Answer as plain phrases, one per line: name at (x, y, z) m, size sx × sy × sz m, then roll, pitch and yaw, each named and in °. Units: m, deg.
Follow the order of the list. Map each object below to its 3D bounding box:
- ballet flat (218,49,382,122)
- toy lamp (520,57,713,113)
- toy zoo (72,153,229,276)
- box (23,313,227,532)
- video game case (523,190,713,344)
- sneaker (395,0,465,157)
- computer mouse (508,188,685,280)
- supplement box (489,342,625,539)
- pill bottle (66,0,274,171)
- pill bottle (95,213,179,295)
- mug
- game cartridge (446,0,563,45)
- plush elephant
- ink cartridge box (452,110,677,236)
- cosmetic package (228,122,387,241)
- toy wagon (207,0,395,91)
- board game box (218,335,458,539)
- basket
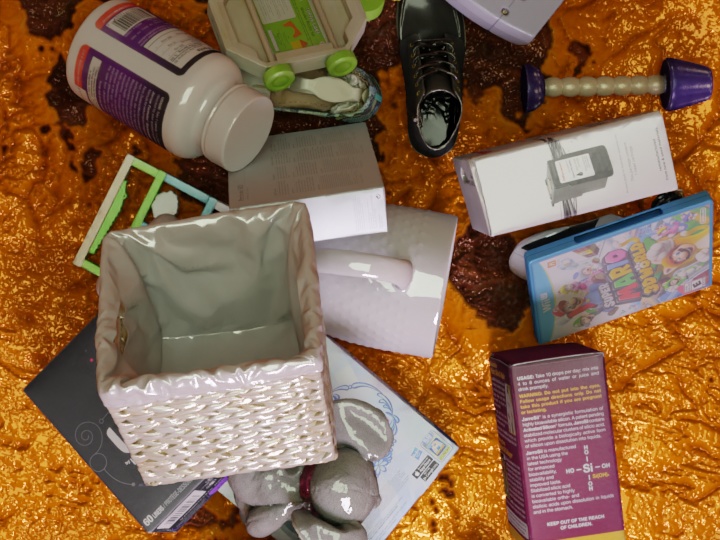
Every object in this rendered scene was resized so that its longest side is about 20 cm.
ballet flat at (-0.074, -0.197, 1.634) m, size 0.198 × 0.074 × 0.075 m, roll 5°, pitch 92°, yaw -2°
toy lamp at (0.270, -0.194, 1.655) m, size 0.198 × 0.058 × 0.059 m, roll -4°, pitch 92°, yaw -2°
toy zoo at (-0.186, -0.020, 1.658) m, size 0.199 × 0.020 × 0.132 m, roll 28°, pitch 91°, yaw -3°
box at (-0.224, 0.154, 1.599) m, size 0.122 × 0.106 × 0.200 m, roll -45°, pitch 78°, yaw -1°
video game case at (0.270, -0.001, 1.630) m, size 0.198 × 0.144 × 0.018 m, roll -18°, pitch 51°, yaw -3°
sneaker at (0.080, -0.219, 1.620) m, size 0.074 × 0.106 × 0.202 m, roll -5°, pitch 92°, yaw -2°
computer mouse at (0.255, -0.020, 1.647) m, size 0.198 × 0.110 × 0.044 m, roll -18°, pitch 54°, yaw 4°
supplement box at (0.202, 0.183, 1.629) m, size 0.102 × 0.131 × 0.202 m, roll -7°, pitch 93°, yaw -4°
pill bottle at (-0.188, -0.181, 1.574) m, size 0.199 × 0.111 × 0.112 m, roll 32°, pitch 91°, yaw 21°
pill bottle at (-0.165, 0.046, 1.595) m, size 0.200 × 0.112 × 0.112 m, roll 45°, pitch 90°, yaw -3°
mug at (0.000, 0.000, 1.579) m, size 0.173 × 0.200 × 0.149 m, roll 10°, pitch 87°, yaw 4°
game cartridge at (0.126, -0.333, 1.632) m, size 0.200 × 0.040 × 0.134 m, roll 41°, pitch 64°, yaw -3°
plush elephant at (-0.041, 0.200, 1.534) m, size 0.154 × 0.200 × 0.166 m, roll 23°, pitch 84°, yaw 14°
ink cartridge box at (0.205, -0.099, 1.610) m, size 0.198 × 0.145 × 0.084 m, roll -14°, pitch 95°, yaw -2°
cosmetic package at (-0.057, -0.086, 1.572) m, size 0.149 × 0.200 × 0.052 m, roll -6°, pitch 114°, yaw -2°
toy wagon at (-0.053, -0.265, 1.617) m, size 0.198 × 0.040 × 0.156 m, roll -14°, pitch 65°, yaw -16°
board game box at (-0.034, 0.198, 1.661) m, size 0.199 × 0.043 × 0.200 m, roll 40°, pitch 90°, yaw -4°
basket at (-0.127, 0.070, 1.422) m, size 0.198 × 0.199 × 0.162 m, roll -8°, pitch 136°, yaw 1°
